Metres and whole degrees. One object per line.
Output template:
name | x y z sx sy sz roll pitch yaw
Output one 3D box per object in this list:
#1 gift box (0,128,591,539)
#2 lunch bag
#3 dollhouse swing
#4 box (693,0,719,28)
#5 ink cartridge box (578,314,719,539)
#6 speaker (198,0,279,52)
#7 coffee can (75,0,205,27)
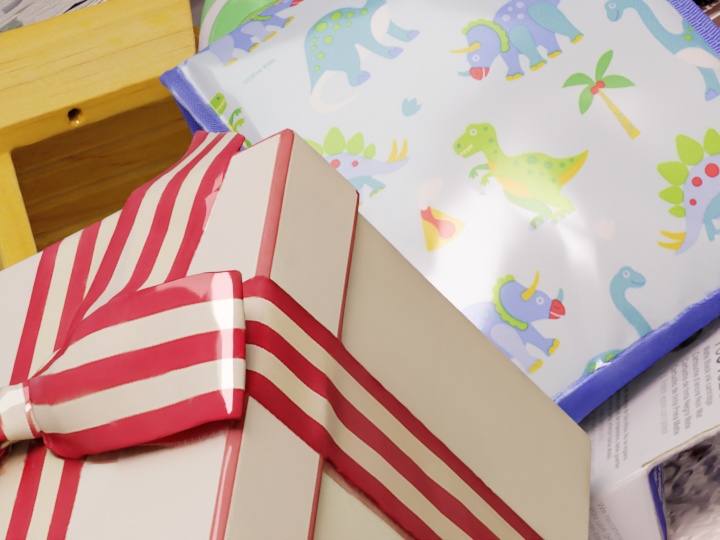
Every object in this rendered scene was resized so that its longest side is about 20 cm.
gift box | -0.054 0.077 0.723 0.184 0.187 0.201 -27 39 26
lunch bag | 0.054 -0.031 0.877 0.170 0.128 0.200 -36 47 -7
dollhouse swing | -0.113 0.005 1.176 0.181 0.201 0.176 -20 46 -24
box | 0.133 -0.093 1.123 0.100 0.075 0.200 -32 18 5
ink cartridge box | 0.063 0.062 0.882 0.199 0.041 0.200 -29 18 18
speaker | -0.014 -0.047 1.040 0.088 0.088 0.201 -30 49 14
coffee can | -0.088 -0.154 1.591 0.200 0.147 0.146 -40 17 -20
